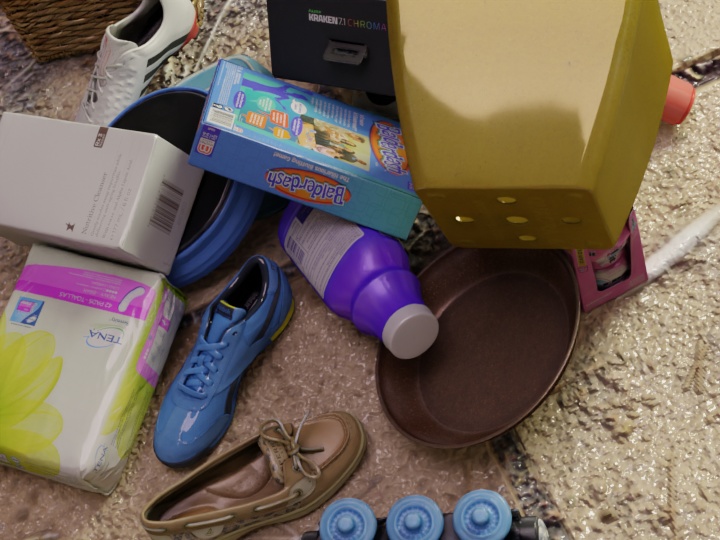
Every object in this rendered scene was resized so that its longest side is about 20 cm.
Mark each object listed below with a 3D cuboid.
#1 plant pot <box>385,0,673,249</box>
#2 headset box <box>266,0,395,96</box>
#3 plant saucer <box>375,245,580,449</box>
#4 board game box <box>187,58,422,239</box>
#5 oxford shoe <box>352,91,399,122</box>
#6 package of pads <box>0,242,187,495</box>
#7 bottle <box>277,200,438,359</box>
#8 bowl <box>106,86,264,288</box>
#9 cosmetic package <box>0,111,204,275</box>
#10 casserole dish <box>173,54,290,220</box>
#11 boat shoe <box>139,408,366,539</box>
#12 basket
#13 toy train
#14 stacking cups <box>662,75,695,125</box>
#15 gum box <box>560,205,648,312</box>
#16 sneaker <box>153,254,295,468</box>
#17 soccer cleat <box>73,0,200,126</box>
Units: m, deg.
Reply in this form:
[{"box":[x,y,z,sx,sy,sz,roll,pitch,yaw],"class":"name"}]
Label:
[{"box":[0.128,-0.120,1.258,0.199,0.200,0.177,2,72,18],"class":"plant pot"},{"box":[0.030,-0.237,1.489,0.174,0.093,0.200,12,31,25],"class":"headset box"},{"box":[0.102,0.062,1.345,0.200,0.037,0.201,-22,48,28],"class":"plant saucer"},{"box":[-0.044,-0.109,1.424,0.199,0.045,0.152,19,27,-7],"class":"board game box"},{"box":[0.083,-0.164,1.509,0.199,0.058,0.075,5,59,17],"class":"oxford shoe"},{"box":[-0.254,0.087,1.436,0.154,0.068,0.201,13,71,23],"class":"package of pads"},{"box":[0.000,0.000,1.400,0.084,0.065,0.200,-58,42,17],"class":"bottle"},{"box":[-0.180,-0.081,1.511,0.200,0.039,0.201,-12,64,26],"class":"bowl"},{"box":[-0.252,-0.072,1.475,0.199,0.081,0.113,9,77,33],"class":"cosmetic package"},{"box":[-0.121,-0.135,1.561,0.121,0.039,0.200,-27,55,-1],"class":"casserole dish"},{"box":[-0.087,0.174,1.344,0.200,0.063,0.073,-32,55,-5],"class":"boat shoe"},{"box":[-0.271,-0.324,1.656,0.199,0.149,0.143,-10,57,11],"class":"basket"},{"box":[0.047,0.237,1.258,0.199,0.087,0.115,-5,67,11],"class":"toy train"},{"box":[0.199,-0.181,1.439,0.199,0.061,0.061,25,63,-11],"class":"stacking cups"},{"box":[0.171,-0.070,1.389,0.066,0.114,0.200,-28,56,-2],"class":"gum box"},{"box":[-0.128,0.074,1.411,0.066,0.079,0.200,22,69,25],"class":"sneaker"},{"box":[-0.235,-0.193,1.586,0.069,0.085,0.200,36,89,30],"class":"soccer cleat"}]
